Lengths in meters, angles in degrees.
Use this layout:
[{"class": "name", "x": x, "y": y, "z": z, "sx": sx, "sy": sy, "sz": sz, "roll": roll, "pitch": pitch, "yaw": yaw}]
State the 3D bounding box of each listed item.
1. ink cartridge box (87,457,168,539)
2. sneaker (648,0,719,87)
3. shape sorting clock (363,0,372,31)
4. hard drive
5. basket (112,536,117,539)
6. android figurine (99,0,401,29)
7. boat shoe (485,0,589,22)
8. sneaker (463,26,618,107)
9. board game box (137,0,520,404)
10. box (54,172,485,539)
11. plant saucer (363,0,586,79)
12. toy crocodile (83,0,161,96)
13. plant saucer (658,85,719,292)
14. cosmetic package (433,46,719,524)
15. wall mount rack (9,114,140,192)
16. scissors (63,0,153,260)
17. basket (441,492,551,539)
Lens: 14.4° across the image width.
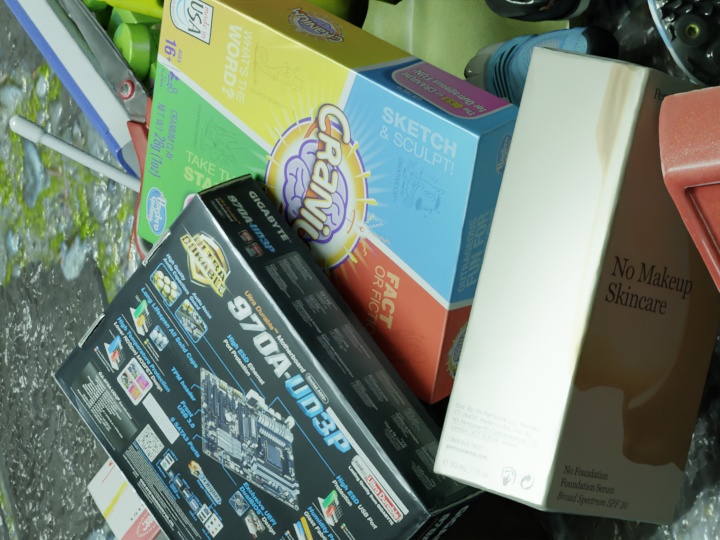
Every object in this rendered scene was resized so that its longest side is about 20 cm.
[{"class": "ink cartridge box", "x": -0.086, "y": 0.111, "z": 1.587, "sx": 0.117, "sy": 0.067, "sz": 0.200, "roll": -50, "pitch": 17, "yaw": -2}, {"class": "sneaker", "x": 0.148, "y": -0.173, "z": 1.352, "sx": 0.073, "sy": 0.071, "sz": 0.201, "roll": 95, "pitch": 159, "yaw": -69}, {"class": "shape sorting clock", "x": -0.042, "y": -0.181, "z": 1.674, "sx": 0.200, "sy": 0.039, "sz": 0.202, "roll": 1, "pitch": 91, "yaw": 58}, {"class": "hard drive", "x": -0.151, "y": -0.096, "z": 1.783, "sx": 0.025, "sy": 0.132, "sz": 0.200, "roll": -38, "pitch": 46, "yaw": 1}, {"class": "basket", "x": -0.129, "y": 0.256, "z": 1.708, "sx": 0.176, "sy": 0.139, "sz": 0.201, "roll": -39, "pitch": 28, "yaw": 52}, {"class": "android figurine", "x": -0.079, "y": -0.172, "z": 1.532, "sx": 0.199, "sy": 0.182, "sz": 0.041, "roll": 17, "pitch": 119, "yaw": 19}, {"class": "boat shoe", "x": 0.084, "y": -0.160, "z": 1.349, "sx": 0.201, "sy": 0.063, "sz": 0.074, "roll": 144, "pitch": 110, "yaw": -77}, {"class": "sneaker", "x": 0.118, "y": -0.026, "z": 1.380, "sx": 0.090, "sy": 0.078, "sz": 0.201, "roll": -22, "pitch": 85, "yaw": 31}, {"class": "board game box", "x": -0.018, "y": -0.047, "z": 1.403, "sx": 0.199, "sy": 0.040, "sz": 0.154, "roll": 29, "pitch": 126, "yaw": 30}, {"class": "box", "x": -0.050, "y": 0.079, "z": 1.413, "sx": 0.200, "sy": 0.046, "sz": 0.159, "roll": 53, "pitch": 130, "yaw": 14}, {"class": "plant saucer", "x": 0.063, "y": -0.129, "z": 1.513, "sx": 0.200, "sy": 0.031, "sz": 0.202, "roll": 2, "pitch": 92, "yaw": 57}, {"class": "toy crocodile", "x": -0.135, "y": -0.149, "z": 1.800, "sx": 0.200, "sy": 0.067, "sz": 0.062, "roll": 61, "pitch": 142, "yaw": 41}, {"class": "plant saucer", "x": 0.216, "y": 0.012, "z": 1.174, "sx": 0.200, "sy": 0.037, "sz": 0.200, "roll": -6, "pitch": 115, "yaw": 58}, {"class": "cosmetic package", "x": 0.111, "y": 0.008, "z": 1.296, "sx": 0.071, "sy": 0.105, "sz": 0.201, "roll": 15, "pitch": 93, "yaw": 42}, {"class": "wall mount rack", "x": -0.100, "y": -0.090, "z": 1.581, "sx": 0.174, "sy": 0.074, "sz": 0.201, "roll": 38, "pitch": 106, "yaw": 40}, {"class": "scissors", "x": -0.114, "y": -0.092, "z": 1.545, "sx": 0.073, "sy": 0.014, "sz": 0.201, "roll": -35, "pitch": 62, "yaw": 32}, {"class": "basket", "x": 0.008, "y": 0.196, "z": 1.518, "sx": 0.200, "sy": 0.135, "sz": 0.181, "roll": -39, "pitch": 57, "yaw": 47}]
